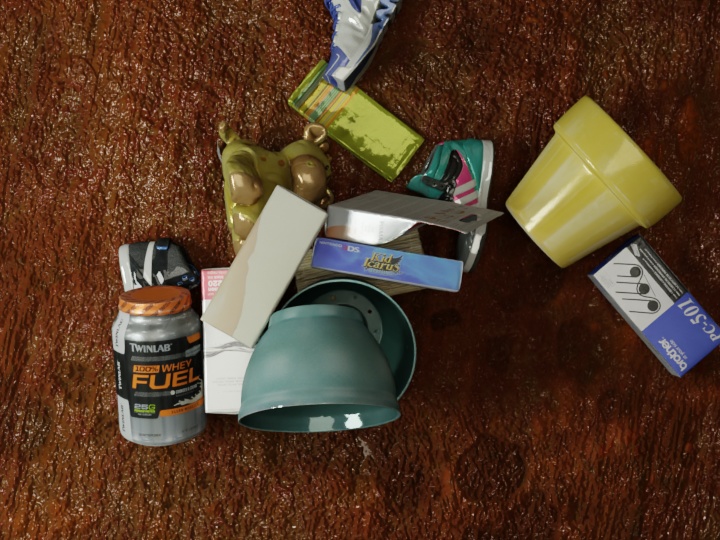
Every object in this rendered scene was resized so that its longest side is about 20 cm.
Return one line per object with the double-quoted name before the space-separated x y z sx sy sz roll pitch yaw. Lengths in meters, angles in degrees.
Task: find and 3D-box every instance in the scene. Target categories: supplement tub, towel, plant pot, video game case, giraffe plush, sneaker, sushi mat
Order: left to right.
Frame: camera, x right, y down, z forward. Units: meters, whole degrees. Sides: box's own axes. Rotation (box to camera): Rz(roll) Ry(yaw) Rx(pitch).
"supplement tub" -0.276 0.128 1.337 0.122 0.123 0.200 -2 104 -1
"sneaker" -0.281 0.050 1.421 0.112 0.073 0.200 -12 88 0
"giraffe plush" -0.114 -0.129 1.406 0.162 0.173 0.200 -8 55 -11
"plant pot" -0.054 0.120 1.214 0.200 0.200 0.134 -3 72 -1
"plant pot" -0.026 0.099 1.374 0.200 0.161 0.201 0 98 0
"sneaker" -0.018 -0.371 1.437 0.115 0.081 0.200 29 82 3
"towel" -0.006 -0.225 1.459 0.200 0.018 0.086 37 89 -1
"sushi mat" 0.000 0.000 1.458 0.200 0.012 0.096 -12 89 -1
"video game case" 0.033 -0.008 1.361 0.200 0.181 0.046 10 88 -2
"sneaker" 0.125 -0.102 1.425 0.121 0.084 0.200 8 81 -6
"plant pot" 0.318 -0.113 1.387 0.189 0.201 0.201 -43 90 15

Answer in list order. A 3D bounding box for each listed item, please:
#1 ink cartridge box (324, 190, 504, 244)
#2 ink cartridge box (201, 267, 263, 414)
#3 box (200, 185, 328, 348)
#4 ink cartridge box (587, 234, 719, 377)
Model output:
"ink cartridge box" 0.075 -0.064 1.326 0.200 0.162 0.050 14 108 23
"ink cartridge box" -0.178 0.097 1.386 0.085 0.146 0.200 -3 89 -4
"box" -0.126 -0.004 1.274 0.078 0.095 0.200 30 84 -6
"ink cartridge box" 0.441 0.052 1.449 0.094 0.044 0.200 -41 90 0
